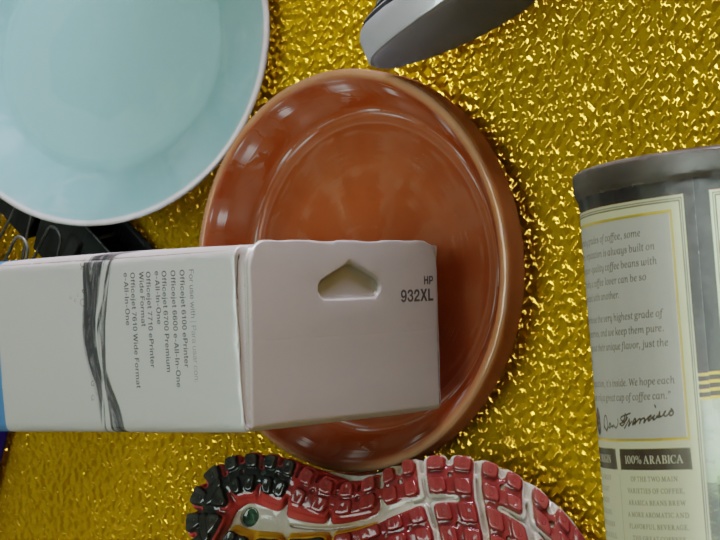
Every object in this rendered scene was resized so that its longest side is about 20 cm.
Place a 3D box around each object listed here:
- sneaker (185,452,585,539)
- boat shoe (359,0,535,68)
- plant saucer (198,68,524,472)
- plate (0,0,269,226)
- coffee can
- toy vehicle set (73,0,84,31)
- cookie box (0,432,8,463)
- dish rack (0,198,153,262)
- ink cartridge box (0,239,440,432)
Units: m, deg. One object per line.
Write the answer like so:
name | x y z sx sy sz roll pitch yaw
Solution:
sneaker | 0.020 0.129 0.953 0.199 0.082 0.078 8 75 24
boat shoe | 0.069 -0.170 0.903 0.199 0.073 0.068 -38 71 32
plant saucer | 0.000 0.000 0.988 0.200 0.032 0.201 0 91 40
plate | -0.138 -0.121 1.075 0.199 0.026 0.201 -3 81 20
coffee can | 0.164 0.055 0.781 0.146 0.146 0.201 -6 86 39
toy vehicle set | -0.230 -0.169 1.177 0.200 0.026 0.125 -16 80 38
cookie box | -0.302 0.059 1.204 0.200 0.075 0.172 25 106 37
dish rack | -0.230 -0.011 1.065 0.153 0.200 0.055 43 129 23
ink cartridge box | -0.082 0.032 0.941 0.200 0.145 0.084 -3 89 39
